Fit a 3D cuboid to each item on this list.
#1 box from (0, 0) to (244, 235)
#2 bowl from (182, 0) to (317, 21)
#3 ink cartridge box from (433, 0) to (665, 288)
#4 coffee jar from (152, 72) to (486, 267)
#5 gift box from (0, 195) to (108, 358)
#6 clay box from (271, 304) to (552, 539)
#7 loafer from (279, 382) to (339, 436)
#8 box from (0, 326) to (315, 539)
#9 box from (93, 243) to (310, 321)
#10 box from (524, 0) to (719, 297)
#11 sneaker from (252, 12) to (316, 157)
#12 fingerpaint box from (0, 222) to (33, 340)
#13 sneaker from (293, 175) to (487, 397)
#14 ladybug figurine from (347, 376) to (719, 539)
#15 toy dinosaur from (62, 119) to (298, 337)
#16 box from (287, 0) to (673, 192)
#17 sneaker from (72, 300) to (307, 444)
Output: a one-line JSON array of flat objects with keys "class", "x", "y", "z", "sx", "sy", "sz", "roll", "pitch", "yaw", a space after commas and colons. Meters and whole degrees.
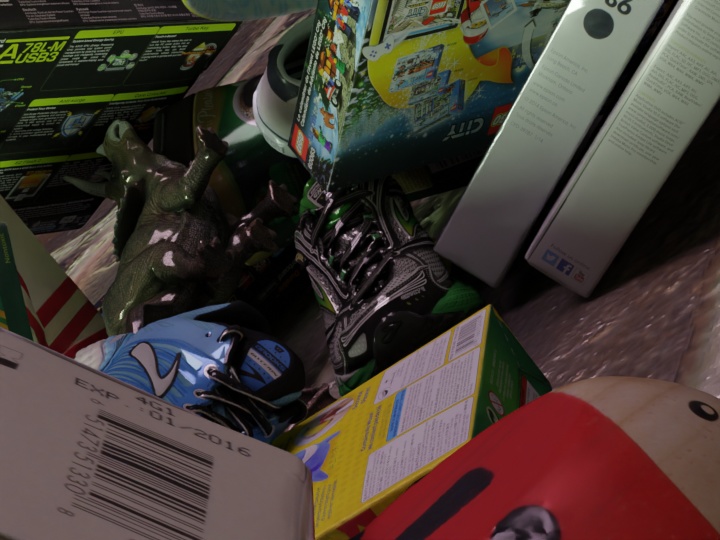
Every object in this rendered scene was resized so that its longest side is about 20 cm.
[{"class": "box", "x": -0.187, "y": -0.084, "z": 1.072, "sx": 0.199, "sy": 0.048, "sz": 0.193, "roll": -11, "pitch": -30, "yaw": -48}, {"class": "bowl", "x": -0.007, "y": -0.205, "z": 0.901, "sx": 0.199, "sy": 0.108, "sz": 0.200, "roll": -21, "pitch": -8, "yaw": -3}, {"class": "ink cartridge box", "x": 0.100, "y": -0.095, "z": 0.872, "sx": 0.201, "sy": 0.039, "sz": 0.100, "roll": -60, "pitch": -4, "yaw": 29}, {"class": "coffee jar", "x": -0.019, "y": -0.070, "z": 1.087, "sx": 0.199, "sy": 0.086, "sz": 0.105, "roll": -19, "pitch": 35, "yaw": 10}, {"class": "gift box", "x": -0.213, "y": 0.070, "z": 1.028, "sx": 0.186, "sy": 0.185, "sz": 0.200, "roll": -31, "pitch": 19, "yaw": 29}, {"class": "clay box", "x": -0.023, "y": 0.102, "z": 0.746, "sx": 0.199, "sy": 0.048, "sz": 0.115, "roll": -34, "pitch": 15, "yaw": 20}, {"class": "loafer", "x": -0.073, "y": 0.080, "z": 0.881, "sx": 0.199, "sy": 0.071, "sz": 0.073, "roll": -18, "pitch": 24, "yaw": 52}, {"class": "box", "x": -0.100, "y": 0.138, "z": 0.541, "sx": 0.128, "sy": 0.108, "sz": 0.201, "roll": -94, "pitch": 28, "yaw": -71}, {"class": "box", "x": -0.083, "y": -0.001, "z": 1.199, "sx": 0.200, "sy": 0.046, "sz": 0.159, "roll": -47, "pitch": 18, "yaw": -29}, {"class": "box", "x": 0.142, "y": -0.101, "z": 0.827, "sx": 0.201, "sy": 0.036, "sz": 0.145, "roll": -60, "pitch": -2, "yaw": 39}, {"class": "sneaker", "x": 0.041, "y": -0.115, "z": 0.984, "sx": 0.199, "sy": 0.073, "sz": 0.071, "roll": -29, "pitch": -11, "yaw": -15}, {"class": "fingerpaint box", "x": -0.200, "y": 0.093, "z": 0.781, "sx": 0.166, "sy": 0.202, "sz": 0.073, "roll": -9, "pitch": -7, "yaw": -42}, {"class": "sneaker", "x": 0.000, "y": 0.000, "z": 0.927, "sx": 0.078, "sy": 0.085, "sz": 0.200, "roll": -36, "pitch": 15, "yaw": 3}, {"class": "ladybug figurine", "x": 0.036, "y": 0.100, "z": 0.562, "sx": 0.200, "sy": 0.072, "sz": 0.136, "roll": -42, "pitch": 15, "yaw": -14}, {"class": "toy dinosaur", "x": -0.089, "y": -0.001, "z": 0.975, "sx": 0.102, "sy": 0.077, "sz": 0.201, "roll": -42, "pitch": 34, "yaw": 31}, {"class": "box", "x": 0.068, "y": -0.120, "z": 0.922, "sx": 0.199, "sy": 0.038, "sz": 0.137, "roll": -17, "pitch": -39, "yaw": -31}, {"class": "sneaker", "x": -0.066, "y": 0.052, "z": 0.755, "sx": 0.090, "sy": 0.079, "sz": 0.200, "roll": -31, "pitch": 17, "yaw": 6}]
